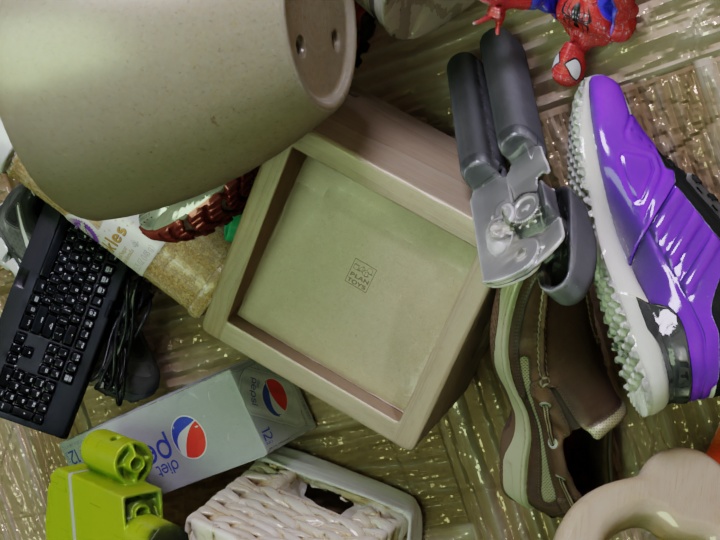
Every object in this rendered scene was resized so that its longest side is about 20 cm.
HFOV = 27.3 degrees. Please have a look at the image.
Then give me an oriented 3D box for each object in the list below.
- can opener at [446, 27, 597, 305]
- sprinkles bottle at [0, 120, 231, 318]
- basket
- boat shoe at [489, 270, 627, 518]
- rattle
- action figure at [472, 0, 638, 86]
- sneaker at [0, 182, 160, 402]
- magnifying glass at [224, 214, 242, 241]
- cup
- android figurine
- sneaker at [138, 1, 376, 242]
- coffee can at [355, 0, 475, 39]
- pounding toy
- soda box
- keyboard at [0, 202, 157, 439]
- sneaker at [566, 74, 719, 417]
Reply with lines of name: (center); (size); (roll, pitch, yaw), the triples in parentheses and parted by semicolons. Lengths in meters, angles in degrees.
can opener: (0.091, -0.057, 0.846); (0.053, 0.200, 0.067); (-34, 125, 25)
sprinkles bottle: (-0.173, -0.051, 1.040); (0.200, 0.068, 0.068); (37, 123, -3)
basket: (-0.050, 0.248, 1.044); (0.135, 0.123, 0.200); (18, 112, 29)
boat shoe: (0.128, 0.069, 0.884); (0.075, 0.075, 0.203); (25, 139, 35)
rattle: (0.179, 0.175, 0.857); (0.130, 0.200, 0.143); (15, 136, 21)
action figure: (0.127, -0.192, 0.814); (0.065, 0.099, 0.200); (26, 119, 28)
sneaker: (-0.210, 0.007, 1.121); (0.200, 0.066, 0.091); (53, 128, 14)
magnifying glass: (-0.065, -0.115, 0.993); (0.022, 0.080, 0.200); (8, 104, -9)
cup: (-0.086, -0.130, 0.791); (0.143, 0.200, 0.201); (-2, 102, 22)
android figurine: (-0.176, 0.206, 1.059); (0.200, 0.041, 0.183); (3, 99, 58)
sneaker: (-0.076, -0.102, 0.933); (0.082, 0.078, 0.200); (36, 87, 8)
coffee can: (-0.004, -0.252, 0.854); (0.200, 0.146, 0.146); (44, 123, 16)
pounding toy: (0.000, 0.000, 0.949); (0.184, 0.142, 0.200); (29, 117, 13)
soda box: (-0.132, 0.123, 1.102); (0.200, 0.063, 0.068); (-25, 89, 37)
keyboard: (-0.200, 0.021, 1.073); (0.104, 0.040, 0.200); (20, 85, -13)
sneaker: (0.180, -0.022, 0.846); (0.099, 0.070, 0.201); (-12, 75, 0)
